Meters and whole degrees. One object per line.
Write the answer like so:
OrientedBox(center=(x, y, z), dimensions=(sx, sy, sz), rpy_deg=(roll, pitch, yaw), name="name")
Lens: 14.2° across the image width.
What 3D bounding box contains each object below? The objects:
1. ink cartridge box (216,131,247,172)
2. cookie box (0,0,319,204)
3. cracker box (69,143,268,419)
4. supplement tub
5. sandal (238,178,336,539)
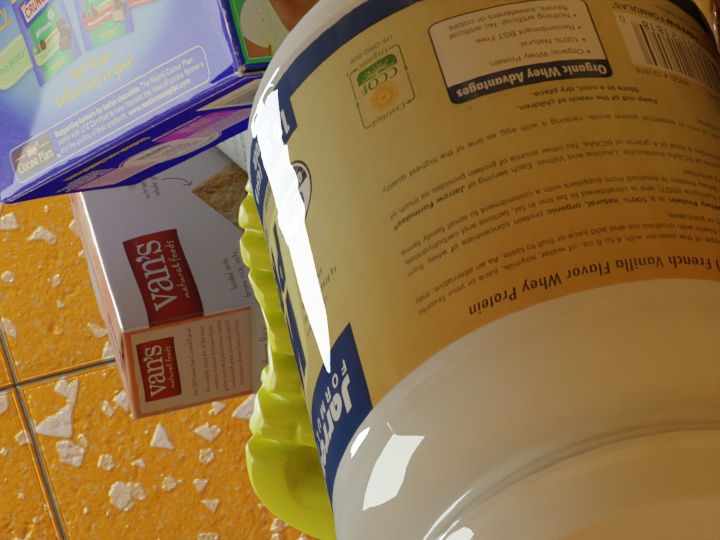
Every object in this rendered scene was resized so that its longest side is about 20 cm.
OrientedBox(center=(0.007, -0.083, 1.162), dimensions=(0.200, 0.084, 0.145), rpy_deg=(40, 151, 36), name="ink cartridge box")
OrientedBox(center=(-0.091, -0.147, 1.102), dimensions=(0.171, 0.075, 0.201), rpy_deg=(-22, 81, 48), name="cookie box")
OrientedBox(center=(-0.018, -0.019, 1.245), dimensions=(0.134, 0.199, 0.058), rpy_deg=(-113, 13, -46), name="cracker box")
OrientedBox(center=(0.053, 0.019, 0.791), dimensions=(0.145, 0.144, 0.200), rpy_deg=(77, 179, -51), name="supplement tub")
OrientedBox(center=(0.000, 0.000, 1.077), dimensions=(0.087, 0.079, 0.201), rpy_deg=(-57, -19, -54), name="sandal")
